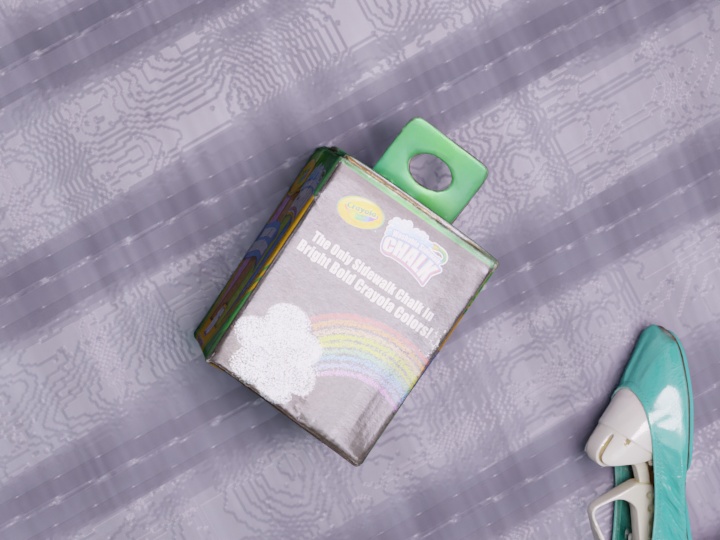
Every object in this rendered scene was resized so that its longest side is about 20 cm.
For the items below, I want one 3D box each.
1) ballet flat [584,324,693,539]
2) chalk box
[{"bbox_3d":[0.186,0.140,1.441,0.070,0.067,0.202,-8,99,-23],"label":"ballet flat"},{"bbox_3d":[0.000,0.000,1.373,0.124,0.124,0.201,35,90,-10],"label":"chalk box"}]
